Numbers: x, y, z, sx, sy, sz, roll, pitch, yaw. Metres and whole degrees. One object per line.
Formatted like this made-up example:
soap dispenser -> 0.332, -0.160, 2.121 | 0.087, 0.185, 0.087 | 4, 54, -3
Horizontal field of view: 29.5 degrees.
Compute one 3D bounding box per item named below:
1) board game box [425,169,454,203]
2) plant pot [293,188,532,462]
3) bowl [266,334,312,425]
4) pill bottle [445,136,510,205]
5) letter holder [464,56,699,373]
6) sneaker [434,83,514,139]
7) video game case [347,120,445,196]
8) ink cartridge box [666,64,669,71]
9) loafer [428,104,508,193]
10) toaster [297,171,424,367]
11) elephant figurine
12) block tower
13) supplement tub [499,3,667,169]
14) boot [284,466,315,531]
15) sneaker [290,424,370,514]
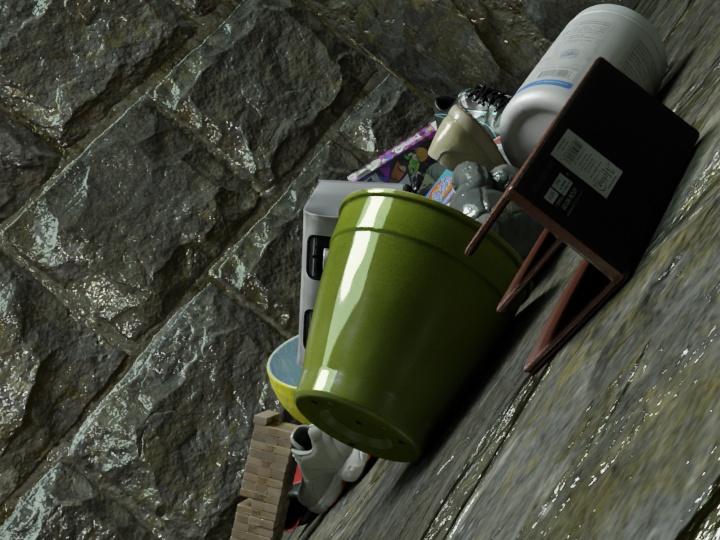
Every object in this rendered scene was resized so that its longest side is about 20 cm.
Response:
board game box -> 0.123, -0.034, 1.738 | 0.044, 0.154, 0.200 | -3, 29, 30
plant pot -> 0.032, 0.062, 1.260 | 0.195, 0.198, 0.200 | -64, 4, -21
bowl -> -0.012, 0.152, 1.712 | 0.200, 0.197, 0.109 | -52, -43, -62
pill bottle -> 0.159, -0.061, 1.630 | 0.201, 0.115, 0.116 | -52, 0, -34
letter holder -> 0.153, -0.040, 1.030 | 0.200, 0.100, 0.143 | -52, -2, -46
sneaker -> 0.161, -0.199, 1.759 | 0.075, 0.080, 0.199 | -28, 12, -37
video game case -> 0.106, -0.094, 1.901 | 0.180, 0.201, 0.036 | -31, 24, 2
ink cartridge box -> 0.299, -0.208, 1.719 | 0.137, 0.076, 0.200 | -52, -2, -1
loafer -> 0.138, -0.094, 1.501 | 0.068, 0.200, 0.076 | -37, 30, 6
toaster -> 0.000, 0.000, 1.506 | 0.200, 0.117, 0.184 | -68, -16, -70
elephant figurine -> 0.122, 0.001, 1.428 | 0.202, 0.153, 0.142 | -64, 37, 31
block tower -> -0.117, 0.279, 1.681 | 0.054, 0.057, 0.203 | -3, -77, -77
supplement tub -> 0.247, -0.189, 1.509 | 0.200, 0.131, 0.132 | -51, -1, -40
boot -> -0.084, 0.299, 1.853 | 0.145, 0.072, 0.200 | -54, 4, -31
sneaker -> -0.050, 0.225, 1.653 | 0.076, 0.091, 0.200 | -63, 5, -36
